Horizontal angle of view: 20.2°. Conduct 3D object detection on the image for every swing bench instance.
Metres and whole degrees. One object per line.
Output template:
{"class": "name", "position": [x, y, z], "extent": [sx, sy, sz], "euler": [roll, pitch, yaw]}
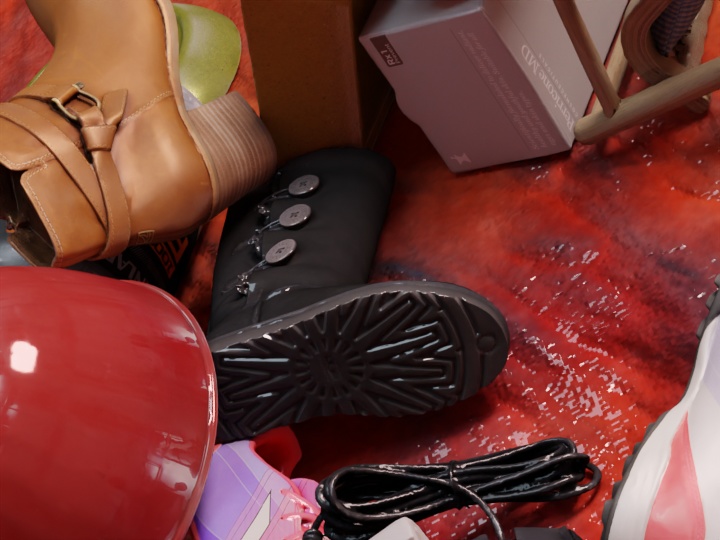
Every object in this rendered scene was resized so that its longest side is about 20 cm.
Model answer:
{"class": "swing bench", "position": [0.199, -0.184, 1.008], "extent": [0.199, 0.130, 0.200], "euler": [-5, 44, 32]}

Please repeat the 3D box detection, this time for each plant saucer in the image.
{"class": "plant saucer", "position": [0.000, -0.157, 1.116], "extent": [0.048, 0.201, 0.201], "euler": [15, 58, 14]}
{"class": "plant saucer", "position": [-0.171, -0.114, 1.351], "extent": [0.199, 0.031, 0.201], "euler": [-25, 35, 19]}

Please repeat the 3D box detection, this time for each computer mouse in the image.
{"class": "computer mouse", "position": [0.035, 0.135, 0.808], "extent": [0.139, 0.046, 0.201], "euler": [-8, 38, 5]}

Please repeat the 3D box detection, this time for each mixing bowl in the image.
{"class": "mixing bowl", "position": [-0.175, 0.075, 0.932], "extent": [0.199, 0.108, 0.201], "euler": [-22, 53, 31]}

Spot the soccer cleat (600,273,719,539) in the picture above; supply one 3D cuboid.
{"class": "soccer cleat", "position": [0.165, 0.054, 0.819], "extent": [0.073, 0.068, 0.200], "euler": [17, 54, 24]}

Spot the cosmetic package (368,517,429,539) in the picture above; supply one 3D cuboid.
{"class": "cosmetic package", "position": [0.019, 0.223, 0.617], "extent": [0.164, 0.200, 0.165], "euler": [-36, 33, 3]}

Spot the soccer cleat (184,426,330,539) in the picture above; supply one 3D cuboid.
{"class": "soccer cleat", "position": [-0.035, 0.133, 0.902], "extent": [0.076, 0.067, 0.200], "euler": [-34, 31, -4]}

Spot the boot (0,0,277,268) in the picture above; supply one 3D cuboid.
{"class": "boot", "position": [-0.156, -0.090, 1.058], "extent": [0.154, 0.074, 0.200], "euler": [-27, 60, -38]}

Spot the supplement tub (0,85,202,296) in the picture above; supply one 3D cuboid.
{"class": "supplement tub", "position": [-0.159, -0.013, 1.135], "extent": [0.122, 0.123, 0.201], "euler": [-13, 41, 32]}

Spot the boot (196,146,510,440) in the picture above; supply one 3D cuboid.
{"class": "boot", "position": [-0.001, 0.000, 1.025], "extent": [0.164, 0.066, 0.200], "euler": [-9, 25, 12]}

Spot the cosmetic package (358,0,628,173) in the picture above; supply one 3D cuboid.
{"class": "cosmetic package", "position": [0.086, -0.162, 1.102], "extent": [0.090, 0.107, 0.201], "euler": [-12, 43, 35]}
